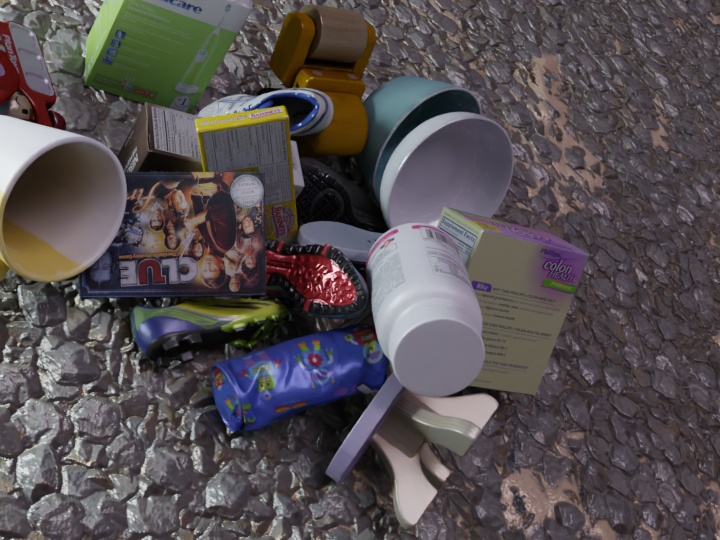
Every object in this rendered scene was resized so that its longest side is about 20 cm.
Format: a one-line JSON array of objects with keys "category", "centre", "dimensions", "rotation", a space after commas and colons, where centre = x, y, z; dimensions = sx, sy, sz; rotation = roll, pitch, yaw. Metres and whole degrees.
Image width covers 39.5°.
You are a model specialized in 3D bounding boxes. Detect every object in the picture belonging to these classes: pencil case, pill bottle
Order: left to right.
[{"category": "pencil case", "centre": [-0.062, 0.118, 1.103], "dimensions": [0.199, 0.078, 0.087], "rotation": [-14, 57, -23]}, {"category": "pill bottle", "centre": [0.069, 0.040, 1.084], "dimensions": [0.113, 0.114, 0.200], "rotation": [26, 23, -18]}]

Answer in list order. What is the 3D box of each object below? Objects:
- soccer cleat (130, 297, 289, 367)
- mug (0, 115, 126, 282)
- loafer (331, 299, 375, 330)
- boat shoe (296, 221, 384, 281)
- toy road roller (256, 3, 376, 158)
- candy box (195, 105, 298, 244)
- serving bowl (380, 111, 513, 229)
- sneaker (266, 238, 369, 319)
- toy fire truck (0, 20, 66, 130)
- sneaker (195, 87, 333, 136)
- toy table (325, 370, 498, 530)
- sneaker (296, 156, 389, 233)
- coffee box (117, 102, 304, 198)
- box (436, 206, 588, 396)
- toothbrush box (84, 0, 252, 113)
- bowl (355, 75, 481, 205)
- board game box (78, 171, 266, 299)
[{"category": "soccer cleat", "centre": [-0.165, 0.051, 1.129], "dimensions": [0.199, 0.065, 0.084], "rotation": [-10, 55, -43]}, {"category": "mug", "centre": [-0.354, -0.077, 1.001], "dimensions": [0.153, 0.150, 0.186], "rotation": [26, 44, 31]}, {"category": "loafer", "centre": [0.008, 0.078, 1.213], "dimensions": [0.200, 0.072, 0.063], "rotation": [-34, 96, -22]}, {"category": "boat shoe", "centre": [0.000, 0.000, 1.262], "dimensions": [0.199, 0.091, 0.071], "rotation": [8, 28, -32]}, {"category": "toy road roller", "centre": [-0.044, -0.241, 1.352], "dimensions": [0.122, 0.201, 0.146], "rotation": [-3, 39, -37]}, {"category": "candy box", "centre": [-0.127, -0.098, 1.156], "dimensions": [0.102, 0.201, 0.026], "rotation": [-12, 49, -10]}, {"category": "serving bowl", "centre": [0.104, -0.124, 1.327], "dimensions": [0.199, 0.201, 0.066], "rotation": [0, 30, -37]}, {"category": "sneaker", "centre": [-0.050, 0.014, 1.170], "dimensions": [0.095, 0.199, 0.080], "rotation": [30, 83, -44]}, {"category": "toy fire truck", "centre": [-0.410, -0.213, 1.130], "dimensions": [0.168, 0.112, 0.201], "rotation": [8, 51, -56]}, {"category": "sneaker", "centre": [-0.135, -0.193, 1.258], "dimensions": [0.088, 0.199, 0.076], "rotation": [-39, 114, -84]}, {"category": "toy table", "centre": [0.064, 0.181, 1.126], "dimensions": [0.117, 0.184, 0.200], "rotation": [35, 71, 10]}, {"category": "sneaker", "centre": [-0.030, -0.089, 1.320], "dimensions": [0.200, 0.076, 0.091], "rotation": [43, 23, -41]}, {"category": "coffee box", "centre": [-0.184, -0.115, 1.207], "dimensions": [0.199, 0.113, 0.080], "rotation": [10, 49, -30]}, {"category": "box", "centre": [0.165, 0.041, 1.275], "dimensions": [0.175, 0.201, 0.097], "rotation": [11, 16, -30]}, {"category": "toothbrush box", "centre": [-0.242, -0.304, 1.248], "dimensions": [0.145, 0.200, 0.086], "rotation": [13, 51, -28]}, {"category": "bowl", "centre": [0.065, -0.195, 1.423], "dimensions": [0.200, 0.202, 0.105], "rotation": [-11, 44, -42]}, {"category": "board game box", "centre": [-0.202, -0.038, 1.091], "dimensions": [0.199, 0.035, 0.136], "rotation": [-1, 86, -8]}]
